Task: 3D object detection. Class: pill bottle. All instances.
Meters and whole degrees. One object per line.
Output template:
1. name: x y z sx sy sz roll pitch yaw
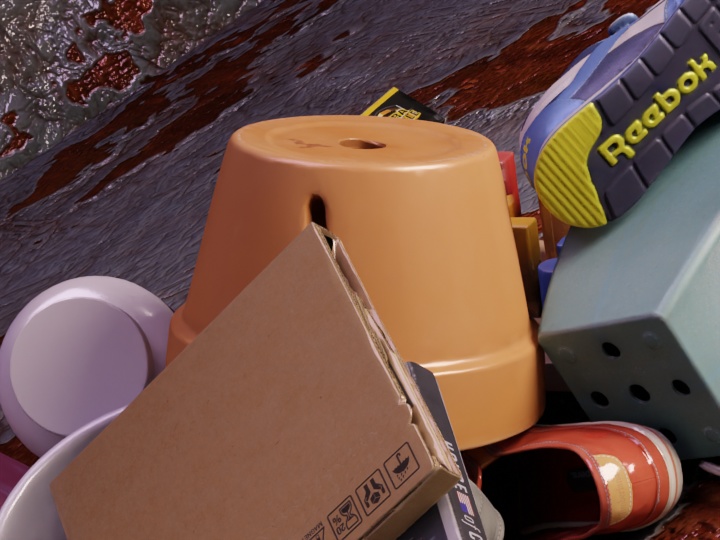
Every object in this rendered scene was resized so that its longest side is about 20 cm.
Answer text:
1. pill bottle: -0.145 0.065 1.352 0.112 0.113 0.200 -32 -9 -1

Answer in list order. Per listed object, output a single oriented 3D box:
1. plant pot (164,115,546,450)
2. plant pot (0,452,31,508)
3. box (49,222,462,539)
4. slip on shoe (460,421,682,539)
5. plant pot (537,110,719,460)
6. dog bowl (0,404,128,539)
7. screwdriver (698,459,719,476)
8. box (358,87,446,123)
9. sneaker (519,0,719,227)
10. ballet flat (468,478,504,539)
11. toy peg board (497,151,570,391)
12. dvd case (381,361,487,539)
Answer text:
1. plant pot: 0.000 0.000 1.202 0.200 0.140 0.200 3 14 -1
2. plant pot: -0.246 0.174 1.329 0.200 0.179 0.200 -45 17 17
3. box: -0.056 0.098 1.086 0.200 0.021 0.164 -45 46 19
4. slip on shoe: 0.069 0.115 1.196 0.200 0.074 0.061 -11 1 42
5. plant pot: 0.191 0.002 1.215 0.141 0.141 0.200 -12 28 50
6. dog bowl: -0.087 0.159 1.192 0.200 0.079 0.200 -8 43 7
7. screwdriver: 0.196 0.107 1.074 0.029 0.028 0.200 -6 8 -21
8. box: -0.018 -0.004 1.570 0.160 0.049 0.200 -41 -25 -38
9. sneaker: 0.160 -0.108 1.211 0.200 0.074 0.082 -38 18 -3
10. ballet flat: 0.010 0.190 1.096 0.067 0.064 0.200 21 78 39
11. toy peg board: 0.080 -0.012 1.379 0.199 0.098 0.200 0 21 24
12. dvd case: -0.003 0.155 1.039 0.150 0.025 0.200 -43 38 21
